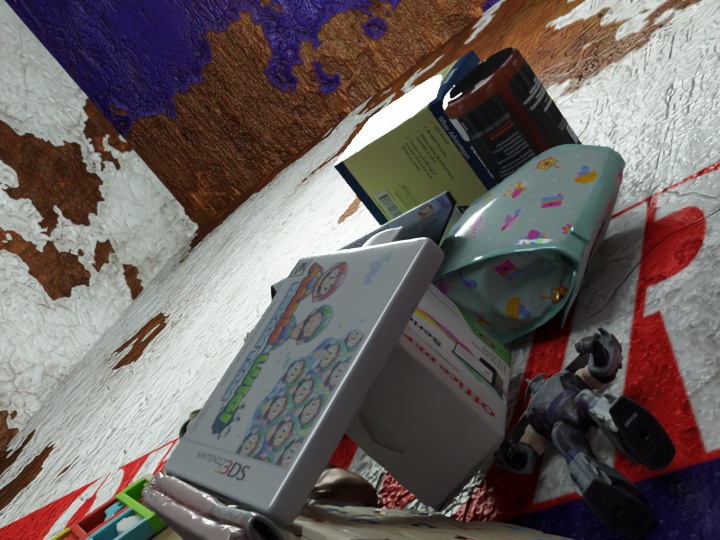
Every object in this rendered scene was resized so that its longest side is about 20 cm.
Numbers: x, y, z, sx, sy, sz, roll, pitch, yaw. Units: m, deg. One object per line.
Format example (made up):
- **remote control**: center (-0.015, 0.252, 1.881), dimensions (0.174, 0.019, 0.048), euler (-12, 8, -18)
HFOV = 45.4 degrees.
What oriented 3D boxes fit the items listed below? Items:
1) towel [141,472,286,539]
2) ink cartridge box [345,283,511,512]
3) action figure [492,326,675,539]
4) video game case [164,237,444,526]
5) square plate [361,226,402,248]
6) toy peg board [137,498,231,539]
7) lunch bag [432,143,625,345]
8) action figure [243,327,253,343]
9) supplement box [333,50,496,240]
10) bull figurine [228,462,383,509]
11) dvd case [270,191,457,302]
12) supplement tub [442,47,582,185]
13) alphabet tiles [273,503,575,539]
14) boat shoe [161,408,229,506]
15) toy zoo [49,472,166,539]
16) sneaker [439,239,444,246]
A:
- **towel**: center (-0.049, 0.216, 0.572), dimensions (0.032, 0.201, 0.190), euler (-47, 17, -24)
- **ink cartridge box**: center (0.046, 0.082, 0.715), dimensions (0.084, 0.144, 0.200), euler (-50, 0, 17)
- **action figure**: center (0.155, 0.106, 0.622), dimensions (0.132, 0.069, 0.200), euler (-59, 10, 3)
- **video game case**: center (-0.045, 0.067, 0.599), dimensions (0.181, 0.024, 0.202), euler (-7, 46, 58)
- **square plate**: center (-0.048, 0.067, 0.771), dimensions (0.201, 0.028, 0.199), euler (-53, -3, -33)
- **toy peg board**: center (-0.207, 0.321, 0.929), dimensions (0.197, 0.099, 0.200), euler (-28, 13, -12)
- **lunch bag**: center (0.169, -0.024, 0.853), dimensions (0.199, 0.122, 0.171), euler (-32, 16, 49)
- **action figure**: center (-0.062, 0.100, 0.943), dimensions (0.116, 0.104, 0.201), euler (-15, 26, 3)
- **supplement box**: center (0.113, -0.138, 1.146), dimensions (0.198, 0.201, 0.135), euler (-25, 22, 42)
- **bull figurine**: center (-0.067, 0.212, 0.820), dimensions (0.120, 0.067, 0.198), euler (1, -7, -39)
- **dvd case**: center (0.000, 0.000, 0.862), dimensions (0.198, 0.018, 0.143), euler (-29, -17, -14)
- **supplement tub**: center (0.187, -0.139, 0.969), dimensions (0.106, 0.201, 0.107), euler (-36, 15, 11)
- **alphabet tiles**: center (0.046, 0.169, 0.539), dimensions (0.194, 0.197, 0.015), euler (-11, 70, 59)
- **boat shoe**: center (-0.152, 0.178, 0.921), dimensions (0.074, 0.069, 0.201), euler (-20, 27, 20)
- **toy zoo**: center (-0.289, 0.293, 0.924), dimensions (0.198, 0.021, 0.130), euler (-32, 14, -28)
- **sneaker**: center (0.042, 0.021, 1.108), dimensions (0.199, 0.084, 0.074), euler (-37, 15, 15)
